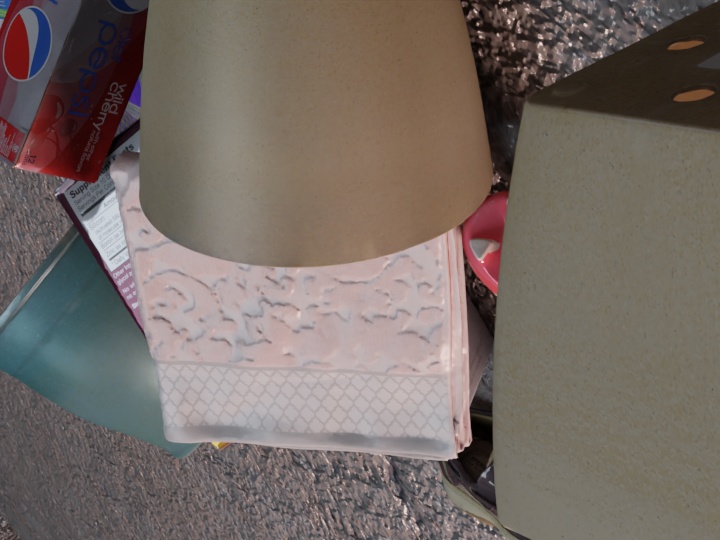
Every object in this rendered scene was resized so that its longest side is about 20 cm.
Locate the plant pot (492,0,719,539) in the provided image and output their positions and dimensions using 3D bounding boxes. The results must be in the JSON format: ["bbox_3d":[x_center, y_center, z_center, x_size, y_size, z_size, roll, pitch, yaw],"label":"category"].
[{"bbox_3d":[0.165,0.000,0.589,0.199,0.199,0.178,16,127,53],"label":"plant pot"}]

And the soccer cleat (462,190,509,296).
[{"bbox_3d":[0.133,0.034,0.856,0.200,0.067,0.076,45,-174,5],"label":"soccer cleat"}]

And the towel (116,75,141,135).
[{"bbox_3d":[-0.197,-0.147,1.236,0.200,0.023,0.144,39,153,28],"label":"towel"}]

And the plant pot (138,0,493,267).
[{"bbox_3d":[-0.028,-0.134,0.779,0.187,0.187,0.201,29,134,42],"label":"plant pot"}]

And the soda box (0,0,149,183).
[{"bbox_3d":[-0.164,-0.158,0.955,0.063,0.201,0.070,34,-165,35],"label":"soda box"}]

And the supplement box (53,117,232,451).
[{"bbox_3d":[-0.085,-0.004,1.039,0.103,0.131,0.201,-34,86,27],"label":"supplement box"}]

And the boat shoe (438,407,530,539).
[{"bbox_3d":[0.106,0.133,1.022,0.065,0.072,0.200,57,163,-24],"label":"boat shoe"}]

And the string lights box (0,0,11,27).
[{"bbox_3d":[-0.244,-0.237,1.119,0.102,0.059,0.201,20,135,49],"label":"string lights box"}]

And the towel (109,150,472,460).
[{"bbox_3d":[-0.037,0.022,0.911,0.198,0.032,0.192,3,119,16],"label":"towel"}]

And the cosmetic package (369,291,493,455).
[{"bbox_3d":[0.000,0.000,0.963,0.074,0.102,0.201,-23,108,26],"label":"cosmetic package"}]

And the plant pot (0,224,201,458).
[{"bbox_3d":[-0.178,0.046,1.281,0.188,0.201,0.200,40,158,-8],"label":"plant pot"}]
